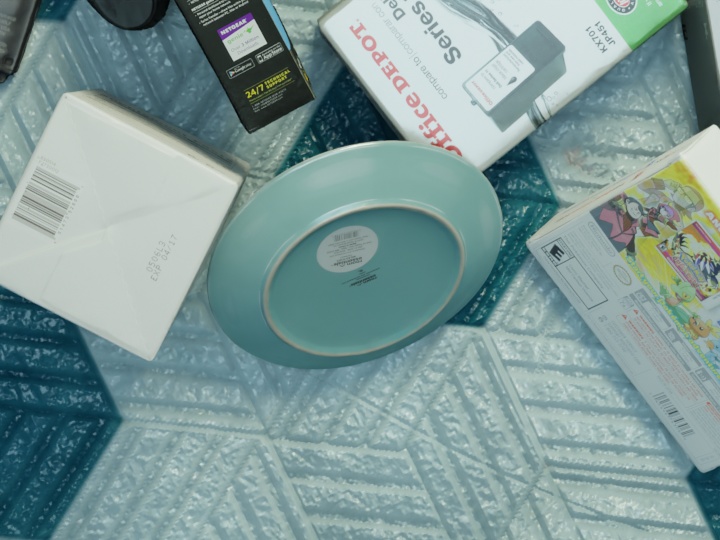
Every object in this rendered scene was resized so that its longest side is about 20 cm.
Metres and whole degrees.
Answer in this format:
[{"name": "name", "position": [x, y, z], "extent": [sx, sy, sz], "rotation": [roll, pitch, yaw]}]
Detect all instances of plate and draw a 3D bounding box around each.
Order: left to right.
[{"name": "plate", "position": [0.000, 0.000, 1.375], "extent": [0.198, 0.026, 0.201], "rotation": [-11, 138, -10]}]

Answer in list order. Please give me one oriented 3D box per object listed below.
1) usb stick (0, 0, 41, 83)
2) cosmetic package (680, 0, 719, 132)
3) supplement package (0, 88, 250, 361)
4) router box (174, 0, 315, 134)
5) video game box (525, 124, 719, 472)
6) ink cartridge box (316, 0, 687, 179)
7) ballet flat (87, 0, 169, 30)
[{"name": "usb stick", "position": [-0.222, -0.225, 1.412], "extent": [0.055, 0.033, 0.202], "rotation": [18, 95, -11]}, {"name": "cosmetic package", "position": [0.261, -0.121, 1.390], "extent": [0.089, 0.107, 0.202], "rotation": [-8, 94, -1]}, {"name": "supplement package", "position": [-0.149, -0.034, 1.346], "extent": [0.119, 0.200, 0.122], "rotation": [27, 94, -3]}, {"name": "router box", "position": [-0.096, -0.189, 1.311], "extent": [0.051, 0.200, 0.150], "rotation": [-28, 119, 2]}, {"name": "video game box", "position": [0.222, 0.023, 1.372], "extent": [0.047, 0.182, 0.201], "rotation": [-41, 96, -30]}, {"name": "ink cartridge box", "position": [0.089, -0.165, 1.394], "extent": [0.200, 0.083, 0.147], "rotation": [-39, 95, 4]}, {"name": "ballet flat", "position": [-0.185, -0.245, 1.384], "extent": [0.066, 0.057, 0.201], "rotation": [-23, 105, 9]}]
